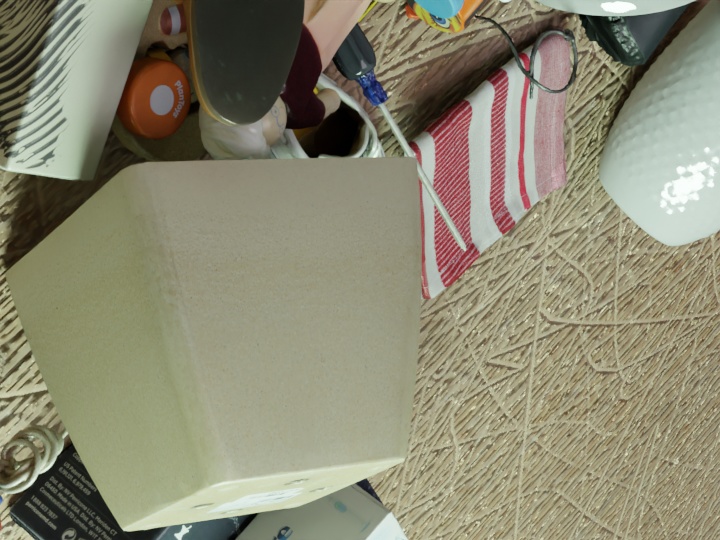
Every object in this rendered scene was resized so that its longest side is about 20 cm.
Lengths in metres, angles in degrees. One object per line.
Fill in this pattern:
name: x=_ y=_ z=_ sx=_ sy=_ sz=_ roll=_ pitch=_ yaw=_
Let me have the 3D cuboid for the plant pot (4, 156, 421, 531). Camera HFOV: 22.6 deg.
plant pot: x=-0.075 y=0.051 z=1.088 sx=0.198 sy=0.179 sz=0.200 roll=-4 pitch=163 yaw=-34

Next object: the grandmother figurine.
grandmother figurine: x=-0.040 y=-0.137 z=1.096 sx=0.122 sy=0.060 sz=0.201 roll=53 pitch=48 yaw=-31

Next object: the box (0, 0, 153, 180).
box: x=-0.166 y=-0.159 z=1.021 sx=0.068 sy=0.082 sz=0.202 roll=4 pitch=110 yaw=-48

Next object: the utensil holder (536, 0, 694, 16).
utensil holder: x=0.174 y=-0.302 z=1.229 sx=0.169 sy=0.169 sz=0.202 roll=-34 pitch=134 yaw=-27

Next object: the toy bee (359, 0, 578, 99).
toy bee: x=0.047 y=-0.199 z=1.229 sx=0.130 sy=0.108 sz=0.202 roll=-29 pitch=108 yaw=-25

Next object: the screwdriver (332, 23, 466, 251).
screwdriver: x=0.025 y=-0.100 z=1.224 sx=0.028 sy=0.029 sz=0.201 roll=-40 pitch=99 yaw=-42

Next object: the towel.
towel: x=0.101 y=-0.083 z=1.389 sx=0.200 sy=0.023 sz=0.145 roll=-40 pitch=139 yaw=-37

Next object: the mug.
mug: x=0.294 y=-0.118 z=1.520 sx=0.176 sy=0.148 sz=0.200 roll=-48 pitch=176 yaw=18

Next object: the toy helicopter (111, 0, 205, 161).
toy helicopter: x=-0.094 y=-0.162 z=1.108 sx=0.132 sy=0.078 sz=0.202 roll=18 pitch=88 yaw=-45

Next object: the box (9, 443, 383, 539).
box: x=-0.108 y=0.172 z=1.282 sx=0.200 sy=0.117 sz=0.197 roll=-48 pitch=141 yaw=-15

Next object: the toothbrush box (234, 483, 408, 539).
toothbrush box: x=-0.023 y=0.247 z=1.265 sx=0.146 sy=0.085 sz=0.201 roll=-46 pitch=141 yaw=-16

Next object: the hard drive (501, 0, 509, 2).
hard drive: x=0.088 y=-0.258 z=0.949 sx=0.132 sy=0.026 sz=0.201 roll=-45 pitch=140 yaw=-17

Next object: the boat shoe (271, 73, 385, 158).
boat shoe: x=-0.021 y=-0.089 z=1.235 sx=0.071 sy=0.070 sz=0.200 roll=-50 pitch=144 yaw=-8

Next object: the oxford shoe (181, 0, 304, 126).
oxford shoe: x=-0.078 y=-0.170 z=1.026 sx=0.071 sy=0.071 sz=0.202 roll=14 pitch=65 yaw=-36

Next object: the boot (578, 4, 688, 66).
boot: x=0.256 y=-0.219 z=1.388 sx=0.200 sy=0.076 sz=0.169 roll=39 pitch=81 yaw=-8

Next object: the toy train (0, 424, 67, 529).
toy train: x=-0.270 y=0.117 z=1.102 sx=0.200 sy=0.084 sz=0.116 roll=-45 pitch=127 yaw=-17
